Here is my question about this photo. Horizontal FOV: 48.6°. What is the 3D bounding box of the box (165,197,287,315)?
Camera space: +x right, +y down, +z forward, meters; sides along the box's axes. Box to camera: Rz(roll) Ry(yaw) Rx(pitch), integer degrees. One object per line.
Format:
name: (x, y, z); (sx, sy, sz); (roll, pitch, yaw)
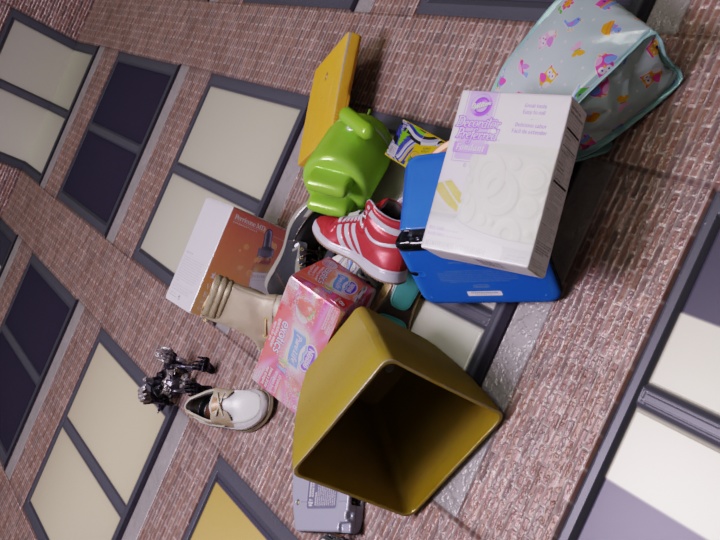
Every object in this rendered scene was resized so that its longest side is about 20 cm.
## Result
box: (-0.233, -0.008, 1.444); (0.106, 0.152, 0.201); (22, 90, 51)

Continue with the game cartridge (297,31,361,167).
game cartridge: (-0.057, -0.303, 1.440); (0.176, 0.032, 0.202); (157, 124, -65)

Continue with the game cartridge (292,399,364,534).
game cartridge: (-0.046, 0.287, 1.191); (0.132, 0.041, 0.202); (-13, 63, 40)

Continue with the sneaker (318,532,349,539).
sneaker: (-0.029, 0.397, 1.087); (0.199, 0.080, 0.087); (-32, 50, 34)

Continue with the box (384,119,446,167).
box: (0.123, -0.155, 1.178); (0.200, 0.070, 0.065); (42, 106, 49)

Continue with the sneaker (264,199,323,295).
sneaker: (-0.085, -0.018, 1.355); (0.106, 0.074, 0.201); (45, 116, 44)

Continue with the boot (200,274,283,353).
boot: (-0.184, 0.087, 1.301); (0.200, 0.154, 0.073); (116, 170, -56)

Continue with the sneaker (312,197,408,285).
sneaker: (0.005, -0.070, 1.153); (0.200, 0.071, 0.113); (33, 122, 42)

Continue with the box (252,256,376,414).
box: (-0.070, 0.095, 1.170); (0.094, 0.102, 0.201); (35, 121, 19)

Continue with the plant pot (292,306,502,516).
plant pot: (0.030, 0.167, 1.053); (0.200, 0.199, 0.177); (-51, 31, 19)

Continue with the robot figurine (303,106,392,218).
robot figurine: (-0.018, -0.173, 1.279); (0.115, 0.176, 0.201); (14, 47, 17)

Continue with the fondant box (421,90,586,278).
fondant box: (0.167, -0.105, 0.935); (0.143, 0.058, 0.202); (12, 83, 36)

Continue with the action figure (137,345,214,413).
action figure: (-0.369, 0.207, 1.536); (0.199, 0.102, 0.120); (-14, 56, 42)

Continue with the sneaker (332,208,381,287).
sneaker: (0.000, 0.000, 1.239); (0.085, 0.077, 0.201); (23, 87, 41)

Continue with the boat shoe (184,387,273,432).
boat shoe: (-0.234, 0.243, 1.393); (0.199, 0.068, 0.075); (-18, 60, 42)

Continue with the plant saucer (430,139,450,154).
plant saucer: (0.154, -0.080, 1.060); (0.199, 0.032, 0.202); (10, 108, 32)

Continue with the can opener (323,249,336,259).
can opener: (-0.063, 0.047, 1.298); (0.078, 0.063, 0.202); (8, 79, 50)

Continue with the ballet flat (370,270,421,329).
ballet flat: (0.048, 0.060, 1.184); (0.201, 0.068, 0.063); (-61, 12, 4)

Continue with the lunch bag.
lunch bag: (0.272, -0.239, 1.015); (0.200, 0.122, 0.171); (-45, 45, 17)

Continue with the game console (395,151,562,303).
game console: (0.158, -0.056, 1.033); (0.199, 0.171, 0.119); (-2, 44, 34)
